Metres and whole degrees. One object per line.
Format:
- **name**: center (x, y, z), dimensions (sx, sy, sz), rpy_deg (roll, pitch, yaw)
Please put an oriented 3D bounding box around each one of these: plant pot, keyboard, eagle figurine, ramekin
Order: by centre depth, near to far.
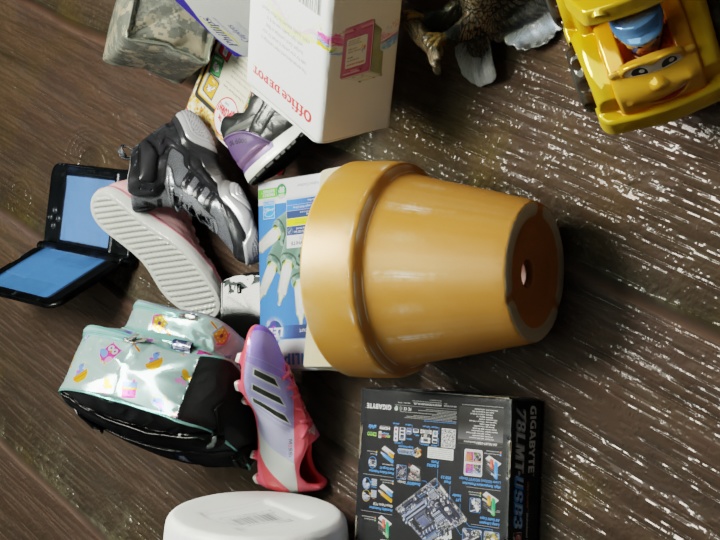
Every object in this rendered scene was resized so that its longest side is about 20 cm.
- **plant pot**: center (0.075, -0.001, 1.348), dimensions (0.183, 0.200, 0.200), rpy_deg (0, 87, 32)
- **eagle figurine**: center (0.126, -0.270, 1.374), dimensions (0.200, 0.151, 0.152), rpy_deg (-40, 99, 4)
- **ramekin**: center (-0.103, 0.286, 1.482), dimensions (0.200, 0.200, 0.098), rpy_deg (8, 99, 47)
- **keyboard**: center (-0.125, 0.103, 1.661), dimensions (0.104, 0.040, 0.200), rpy_deg (-2, 84, 23)

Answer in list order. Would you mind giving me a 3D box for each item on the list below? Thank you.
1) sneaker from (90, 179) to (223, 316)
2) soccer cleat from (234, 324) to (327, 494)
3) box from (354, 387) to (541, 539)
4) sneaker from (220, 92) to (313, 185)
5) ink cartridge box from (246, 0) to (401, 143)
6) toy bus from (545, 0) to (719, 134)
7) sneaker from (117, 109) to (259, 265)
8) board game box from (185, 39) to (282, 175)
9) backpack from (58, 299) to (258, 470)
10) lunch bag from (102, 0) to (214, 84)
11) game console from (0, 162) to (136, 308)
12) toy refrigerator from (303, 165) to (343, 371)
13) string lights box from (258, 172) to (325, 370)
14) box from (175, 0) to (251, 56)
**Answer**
- **sneaker**: center (-0.208, -0.037, 1.728), dimensions (0.200, 0.105, 0.075), rpy_deg (43, 128, 11)
- **soccer cleat**: center (-0.079, 0.142, 1.531), dimensions (0.076, 0.067, 0.200), rpy_deg (4, 120, 16)
- **box**: center (0.078, 0.213, 1.413), dimensions (0.200, 0.050, 0.199), rpy_deg (-1, 87, 46)
- **sneaker**: center (-0.068, -0.179, 1.550), dimensions (0.200, 0.076, 0.088), rpy_deg (-37, 83, 23)
- **ink cartridge box**: center (-0.035, -0.241, 1.405), dimensions (0.145, 0.085, 0.200), rpy_deg (43, 137, 43)
- **toy bus**: center (0.210, -0.233, 1.188), dimensions (0.136, 0.192, 0.200), rpy_deg (-18, 72, 12)
- **sneaker**: center (-0.192, -0.076, 1.660), dimensions (0.200, 0.114, 0.075), rpy_deg (61, 167, 19)
- **board game box**: center (-0.105, -0.228, 1.650), dimensions (0.152, 0.046, 0.200), rpy_deg (44, 118, 39)
- **backpack**: center (-0.207, 0.117, 1.581), dimensions (0.200, 0.176, 0.153), rpy_deg (4, 72, 21)
- **lunch bag**: center (-0.206, -0.325, 1.680), dimensions (0.164, 0.117, 0.200), rpy_deg (174, 110, -71)
- **game console**: center (-0.378, -0.048, 1.874), dimensions (0.200, 0.116, 0.176), rpy_deg (10, 94, 46)
- **toy refrigerator**: center (0.000, 0.000, 1.487), dimensions (0.076, 0.070, 0.200), rpy_deg (-7, 77, 55)
- **string lights box**: center (-0.052, 0.004, 1.562), dimensions (0.103, 0.059, 0.200), rpy_deg (-6, 83, 45)
- **box**: center (-0.110, -0.348, 1.519), dimensions (0.105, 0.184, 0.200), rpy_deg (3, 69, 32)
